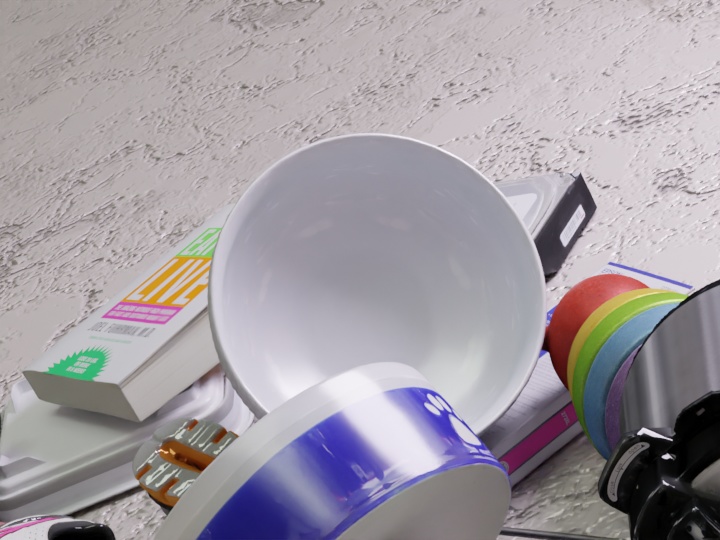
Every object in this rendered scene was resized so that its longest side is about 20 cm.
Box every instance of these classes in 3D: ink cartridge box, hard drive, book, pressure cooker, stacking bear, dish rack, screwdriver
[{"bbox_3d":[0.111,0.069,1.741,0.200,0.037,0.095,-39,26,-18],"label":"ink cartridge box"},{"bbox_3d":[0.048,-0.006,1.947,0.200,0.038,0.140,-9,30,36],"label":"hard drive"},{"bbox_3d":[-0.121,0.027,1.954,0.200,0.048,0.134,-41,25,-27],"label":"book"},{"bbox_3d":[0.213,0.109,1.393,0.176,0.179,0.200,-19,25,10],"label":"pressure cooker"},{"bbox_3d":[0.166,0.061,1.610,0.121,0.114,0.200,-30,24,-6],"label":"stacking bear"},{"bbox_3d":[-0.170,0.096,1.962,0.200,0.044,0.172,-22,24,9],"label":"dish rack"},{"bbox_3d":[0.081,0.148,1.632,0.200,0.028,0.029,0,7,41],"label":"screwdriver"}]

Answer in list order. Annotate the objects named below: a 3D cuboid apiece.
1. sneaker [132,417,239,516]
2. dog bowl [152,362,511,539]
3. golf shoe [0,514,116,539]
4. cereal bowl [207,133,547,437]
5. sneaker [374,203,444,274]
[{"bbox_3d":[-0.046,0.152,1.701,0.200,0.077,0.078,26,60,38],"label":"sneaker"},{"bbox_3d":[-0.018,0.148,1.522,0.200,0.200,0.079,-36,64,-17],"label":"dog bowl"},{"bbox_3d":[-0.221,0.194,1.746,0.092,0.073,0.200,-15,12,22],"label":"golf shoe"},{"bbox_3d":[0.007,0.024,1.690,0.200,0.200,0.083,-34,-9,-14],"label":"cereal bowl"},{"bbox_3d":[0.000,0.000,1.823,0.200,0.147,0.081,-16,22,49],"label":"sneaker"}]
